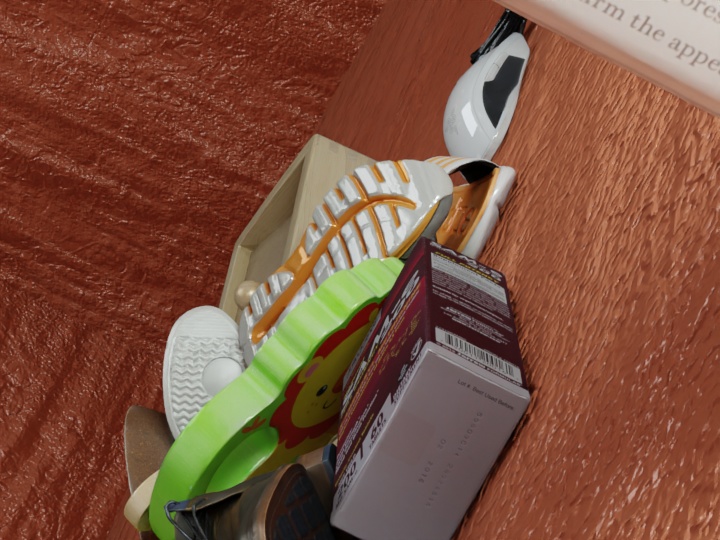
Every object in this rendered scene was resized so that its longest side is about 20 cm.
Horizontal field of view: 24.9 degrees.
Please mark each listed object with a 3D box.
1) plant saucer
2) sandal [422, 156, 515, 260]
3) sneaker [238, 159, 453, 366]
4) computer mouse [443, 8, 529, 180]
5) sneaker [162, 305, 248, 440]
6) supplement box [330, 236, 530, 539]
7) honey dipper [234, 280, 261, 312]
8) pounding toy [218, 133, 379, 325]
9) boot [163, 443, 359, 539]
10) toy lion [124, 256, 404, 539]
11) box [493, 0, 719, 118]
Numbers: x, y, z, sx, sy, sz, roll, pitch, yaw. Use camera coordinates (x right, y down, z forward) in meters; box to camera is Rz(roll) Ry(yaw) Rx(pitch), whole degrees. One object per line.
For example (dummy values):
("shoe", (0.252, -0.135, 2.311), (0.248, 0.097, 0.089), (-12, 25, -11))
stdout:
("plant saucer", (-0.125, 0.191, 1.187), (0.200, 0.034, 0.201), (-16, -90, -89))
("sandal", (0.052, -0.040, 1.137), (0.079, 0.059, 0.207), (-64, 7, -5))
("sneaker", (0.000, 0.000, 1.092), (0.200, 0.077, 0.078), (-44, 45, 33))
("computer mouse", (0.099, -0.152, 1.265), (0.110, 0.044, 0.200), (-55, 11, 44))
("sneaker", (-0.092, 0.124, 1.181), (0.118, 0.074, 0.201), (156, 96, -86))
("supplement box", (0.035, 0.064, 0.883), (0.109, 0.061, 0.200), (-62, 6, 15))
("honey dipper", (-0.061, 0.081, 1.199), (0.038, 0.038, 0.200), (-70, -23, -44))
("pounding toy", (-0.026, 0.021, 1.289), (0.200, 0.142, 0.184), (-50, 22, 45))
("boot", (-0.058, 0.142, 0.828), (0.097, 0.075, 0.200), (-22, -3, 8))
("toy lion", (-0.041, 0.080, 1.014), (0.200, 0.069, 0.192), (-30, -27, -38))
("box", (0.122, -0.139, 0.427), (0.131, 0.200, 0.199), (-59, 8, 36))
